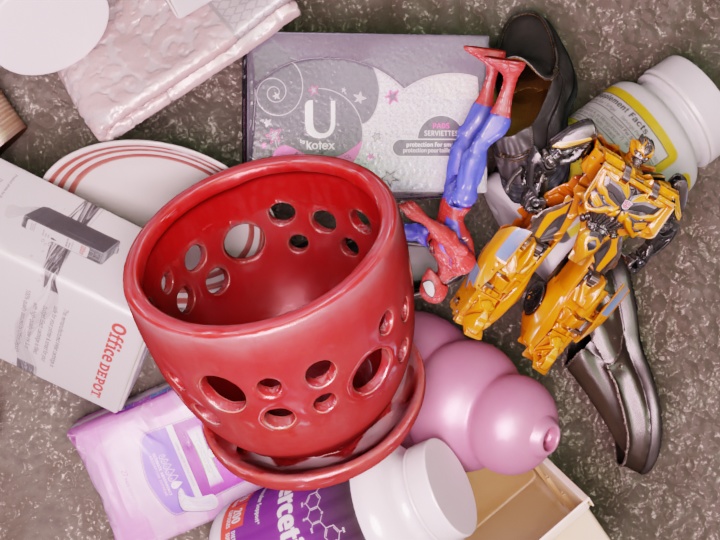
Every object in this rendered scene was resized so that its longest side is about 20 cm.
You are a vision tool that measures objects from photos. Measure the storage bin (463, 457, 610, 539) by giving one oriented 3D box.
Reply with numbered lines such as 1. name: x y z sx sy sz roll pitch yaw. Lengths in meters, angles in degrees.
1. storage bin: 0.090 0.237 0.955 0.198 0.200 0.094 -39 112 -3

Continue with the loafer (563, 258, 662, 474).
1. loafer: 0.216 0.084 1.038 0.071 0.073 0.202 -12 86 -1

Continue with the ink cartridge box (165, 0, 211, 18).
1. ink cartridge box: -0.132 -0.312 0.907 0.144 0.084 0.201 -32 54 -4

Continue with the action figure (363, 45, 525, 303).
1. action figure: 0.054 -0.070 0.892 0.098 0.065 0.202 4 109 -17

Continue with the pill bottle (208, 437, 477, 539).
1. pill bottle: -0.014 0.203 0.906 0.199 0.112 0.113 -28 97 22

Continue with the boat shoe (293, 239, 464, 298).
1. boat shoe: 0.000 0.000 1.000 0.198 0.073 0.075 -16 95 -6

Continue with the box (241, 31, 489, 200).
1. box: 0.001 -0.126 0.972 0.198 0.115 0.134 0 93 -6

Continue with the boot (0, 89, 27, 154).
1. boot: -0.393 -0.115 0.950 0.200 0.074 0.155 -44 99 -15

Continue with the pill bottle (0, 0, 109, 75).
1. pill bottle: -0.274 -0.253 0.891 0.113 0.114 0.201 -31 64 -4

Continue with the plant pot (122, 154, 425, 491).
1. plant pot: -0.054 0.043 0.850 0.199 0.201 0.184 -18 130 -5

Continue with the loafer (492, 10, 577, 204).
1. loafer: 0.139 -0.152 0.961 0.072 0.201 0.072 -13 139 17

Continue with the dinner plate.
1. dinner plate: -0.162 -0.039 0.945 0.198 0.201 0.024 13 49 -7

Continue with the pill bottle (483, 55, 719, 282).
1. pill bottle: 0.215 -0.088 1.000 0.199 0.114 0.115 -36 97 -3

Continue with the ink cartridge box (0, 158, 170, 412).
1. ink cartridge box: -0.252 0.009 0.923 0.199 0.145 0.084 27 49 -4

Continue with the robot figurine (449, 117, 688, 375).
1. robot figurine: 0.166 -0.018 0.907 0.144 0.058 0.201 26 116 -19

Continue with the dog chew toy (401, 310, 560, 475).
1. dog chew toy: 0.077 0.106 0.952 0.124 0.199 0.126 -15 112 -41

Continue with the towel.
1. towel: -0.168 -0.217 0.930 0.190 0.032 0.201 -34 56 -4

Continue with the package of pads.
1. package of pads: -0.135 0.150 0.992 0.198 0.076 0.122 -22 100 -5
